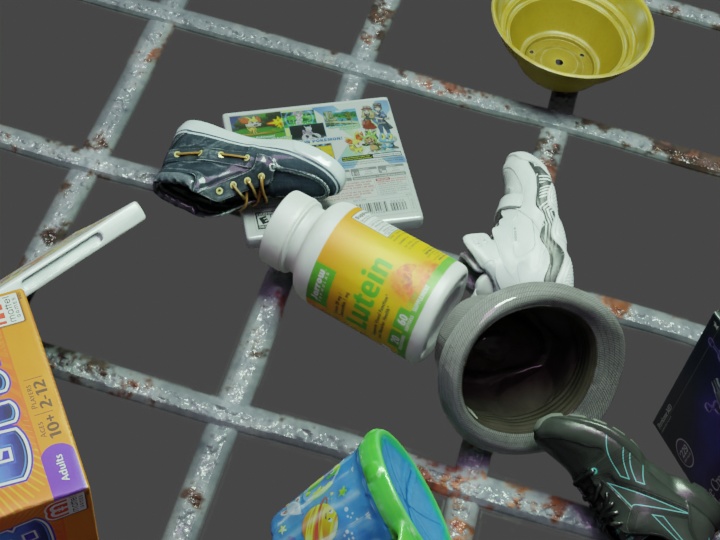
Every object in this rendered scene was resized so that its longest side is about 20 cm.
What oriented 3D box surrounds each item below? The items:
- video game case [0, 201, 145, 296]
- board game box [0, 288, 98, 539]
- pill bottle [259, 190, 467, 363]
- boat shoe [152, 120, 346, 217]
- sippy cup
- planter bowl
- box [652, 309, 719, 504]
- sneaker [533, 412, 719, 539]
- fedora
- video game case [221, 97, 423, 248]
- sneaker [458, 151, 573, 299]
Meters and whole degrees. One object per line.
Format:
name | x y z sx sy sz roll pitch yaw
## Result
video game case | -0.312 0.003 1.212 0.181 0.199 0.023 -37 100 -28
board game box | -0.343 0.176 1.067 0.198 0.201 0.201 -17 57 -18
pill bottle | 0.000 0.000 1.290 0.198 0.112 0.111 29 56 14
boat shoe | -0.119 -0.092 1.348 0.198 0.071 0.092 14 55 13
sippy cup | -0.005 0.229 1.105 0.129 0.178 0.141 -31 71 9
planter bowl | 0.249 -0.278 1.538 0.197 0.084 0.202 3 53 -4
box | 0.364 0.137 1.181 0.078 0.201 0.142 -15 56 -17
sneaker | 0.245 0.207 1.189 0.199 0.076 0.080 32 65 6
fedora | 0.152 0.085 1.244 0.197 0.179 0.090 2 19 -25
video game case | -0.045 -0.113 1.422 0.197 0.022 0.184 -7 56 -11
sneaker | 0.154 -0.043 1.362 0.113 0.075 0.202 -3 58 -12
